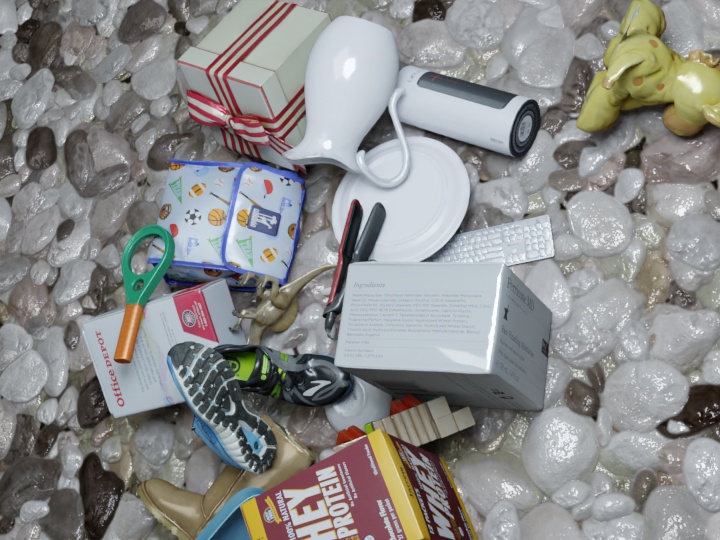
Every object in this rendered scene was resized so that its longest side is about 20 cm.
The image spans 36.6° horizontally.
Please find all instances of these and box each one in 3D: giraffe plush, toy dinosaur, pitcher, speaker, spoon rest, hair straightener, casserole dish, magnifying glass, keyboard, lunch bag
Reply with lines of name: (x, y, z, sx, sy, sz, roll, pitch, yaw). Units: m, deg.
giraffe plush: (0.376, -0.231, 1.319, 0.162, 0.200, 0.173, 25, 79, 3)
toy dinosaur: (-0.116, 0.039, 1.491, 0.200, 0.101, 0.058, -50, 38, 1)
pitcher: (0.002, -0.221, 1.449, 0.171, 0.121, 0.201, 16, 90, -7)
speaker: (0.136, -0.216, 1.467, 0.199, 0.081, 0.082, 23, 83, 32)
spoon rest: (-0.010, 0.121, 1.439, 0.099, 0.061, 0.201, -12, 80, 24)
hair straightener: (0.000, 0.000, 1.402, 0.077, 0.041, 0.201, 6, 63, 25)
casserole dish: (-0.159, 0.354, 1.390, 0.200, 0.121, 0.039, -49, 40, 4)
magnifying glass: (-0.300, 0.030, 1.474, 0.079, 0.022, 0.201, -5, 60, 27)
keyboard: (0.155, -0.026, 1.427, 0.199, 0.011, 0.057, -12, 67, 23)
lunch bag: (-0.185, -0.064, 1.555, 0.199, 0.124, 0.171, 7, 74, 12)

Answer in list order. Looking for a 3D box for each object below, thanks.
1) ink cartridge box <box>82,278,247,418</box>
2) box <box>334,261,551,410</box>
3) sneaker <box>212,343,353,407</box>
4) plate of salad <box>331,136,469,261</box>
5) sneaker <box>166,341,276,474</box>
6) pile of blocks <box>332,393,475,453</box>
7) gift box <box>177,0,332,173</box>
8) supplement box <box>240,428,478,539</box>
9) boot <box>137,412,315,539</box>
ink cartridge box: (-0.268, 0.108, 1.518, 0.199, 0.083, 0.146, -15, 97, 22)
box: (0.104, 0.080, 1.303, 0.199, 0.199, 0.131, 0, 72, 27)
sneaker: (-0.109, 0.135, 1.397, 0.199, 0.083, 0.071, 9, 88, 8)
plate of salad: (0.056, -0.090, 1.476, 0.199, 0.048, 0.201, -10, 62, 19)
sneaker: (-0.192, 0.179, 1.370, 0.090, 0.201, 0.078, -11, 27, 39)
pile of blocks: (0.048, 0.191, 1.347, 0.199, 0.082, 0.062, -24, 84, 24)
gift box: (-0.125, -0.250, 1.548, 0.184, 0.200, 0.187, 19, 58, 37)
supplement box: (0.005, 0.304, 1.270, 0.197, 0.200, 0.133, -31, 61, 14)
boot: (-0.181, 0.275, 1.460, 0.175, 0.066, 0.200, 38, 92, 20)
